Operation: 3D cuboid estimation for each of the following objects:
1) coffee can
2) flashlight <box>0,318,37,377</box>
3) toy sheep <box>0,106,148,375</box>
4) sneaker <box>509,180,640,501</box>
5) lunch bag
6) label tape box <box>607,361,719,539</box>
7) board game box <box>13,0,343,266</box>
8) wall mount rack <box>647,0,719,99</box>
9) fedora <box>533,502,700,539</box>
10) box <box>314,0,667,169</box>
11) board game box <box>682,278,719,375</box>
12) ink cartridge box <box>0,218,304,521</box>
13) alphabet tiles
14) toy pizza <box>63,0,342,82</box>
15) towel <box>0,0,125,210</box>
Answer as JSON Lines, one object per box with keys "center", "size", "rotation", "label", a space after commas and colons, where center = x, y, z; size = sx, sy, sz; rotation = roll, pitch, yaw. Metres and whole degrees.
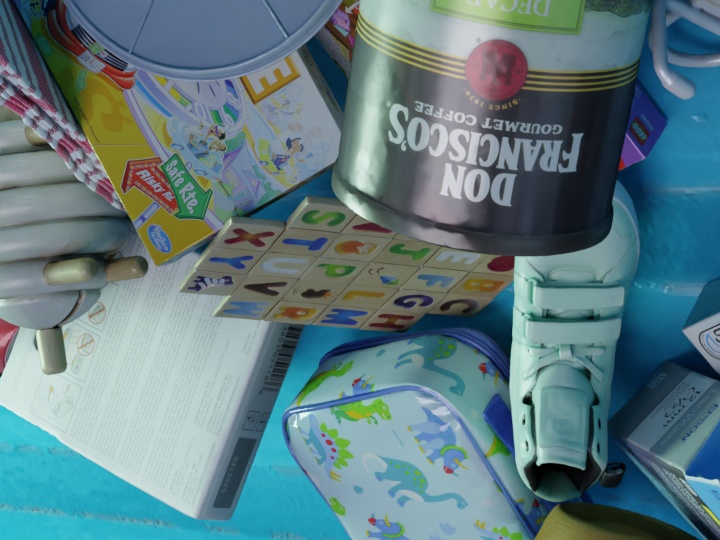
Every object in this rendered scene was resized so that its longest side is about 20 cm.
{"center": [0.070, -0.127, 0.965], "size": [0.145, 0.146, 0.202], "rotation": [17, 112, 21], "label": "coffee can"}
{"center": [-0.199, 0.051, 1.404], "size": [0.198, 0.068, 0.069], "rotation": [6, 91, 25], "label": "flashlight"}
{"center": [-0.209, -0.033, 1.279], "size": [0.137, 0.137, 0.202], "rotation": [-8, 83, 38], "label": "toy sheep"}
{"center": [0.123, 0.044, 1.111], "size": [0.073, 0.119, 0.202], "rotation": [0, 136, 1], "label": "sneaker"}
{"center": [0.058, 0.134, 1.264], "size": [0.160, 0.083, 0.201], "rotation": [-15, 117, 43], "label": "lunch bag"}
{"center": [0.229, 0.133, 1.110], "size": [0.143, 0.066, 0.200], "rotation": [47, 175, -9], "label": "label tape box"}
{"center": [-0.105, -0.123, 1.120], "size": [0.134, 0.034, 0.201], "rotation": [-30, 88, 13], "label": "board game box"}
{"center": [0.244, -0.110, 0.970], "size": [0.173, 0.075, 0.199], "rotation": [19, 150, -35], "label": "wall mount rack"}
{"center": [0.157, 0.187, 1.131], "size": [0.199, 0.200, 0.083], "rotation": [23, 95, 15], "label": "fedora"}
{"center": [0.059, -0.123, 1.098], "size": [0.136, 0.039, 0.200], "rotation": [-25, 109, 44], "label": "box"}
{"center": [0.300, 0.041, 1.075], "size": [0.151, 0.047, 0.199], "rotation": [48, 137, -11], "label": "board game box"}
{"center": [-0.143, 0.057, 1.327], "size": [0.199, 0.050, 0.164], "rotation": [25, 96, 34], "label": "ink cartridge box"}
{"center": [0.000, 0.000, 1.167], "size": [0.198, 0.006, 0.166], "rotation": [5, 154, -23], "label": "alphabet tiles"}
{"center": [-0.085, -0.205, 1.074], "size": [0.198, 0.032, 0.202], "rotation": [2, 96, 16], "label": "toy pizza"}
{"center": [-0.199, -0.131, 1.149], "size": [0.030, 0.147, 0.200], "rotation": [-28, 148, 8], "label": "towel"}
